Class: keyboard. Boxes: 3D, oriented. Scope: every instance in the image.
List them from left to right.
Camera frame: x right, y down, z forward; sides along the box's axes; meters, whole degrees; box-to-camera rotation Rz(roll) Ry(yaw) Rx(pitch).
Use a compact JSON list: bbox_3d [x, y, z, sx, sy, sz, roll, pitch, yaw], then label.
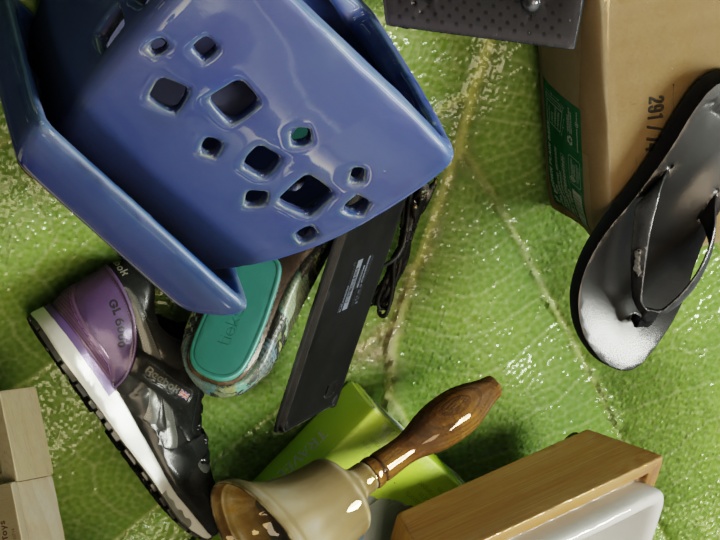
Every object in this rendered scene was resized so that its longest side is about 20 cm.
[{"bbox_3d":[0.000,0.000,1.501,0.127,0.021,0.201,-24,137,-59],"label":"keyboard"}]

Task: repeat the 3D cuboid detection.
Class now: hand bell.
[{"bbox_3d":[0.014,0.124,1.524,0.200,0.104,0.104,-34,124,-26],"label":"hand bell"}]

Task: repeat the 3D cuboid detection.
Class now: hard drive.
[{"bbox_3d":[0.077,-0.236,1.399,0.134,0.042,0.201,9,113,22],"label":"hard drive"}]

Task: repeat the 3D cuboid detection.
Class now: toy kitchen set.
[{"bbox_3d":[-0.225,0.183,1.518,0.163,0.180,0.201,-14,86,26],"label":"toy kitchen set"}]

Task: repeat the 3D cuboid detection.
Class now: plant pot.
[{"bbox_3d":[-0.091,-0.106,1.352,0.180,0.200,0.200,-41,123,9],"label":"plant pot"}]

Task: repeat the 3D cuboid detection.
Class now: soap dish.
[{"bbox_3d":[0.098,0.199,1.597,0.200,0.081,0.158,-21,141,-31],"label":"soap dish"}]

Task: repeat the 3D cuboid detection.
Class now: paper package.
[{"bbox_3d":[0.212,-0.127,1.513,0.190,0.104,0.201,-14,120,-13],"label":"paper package"}]

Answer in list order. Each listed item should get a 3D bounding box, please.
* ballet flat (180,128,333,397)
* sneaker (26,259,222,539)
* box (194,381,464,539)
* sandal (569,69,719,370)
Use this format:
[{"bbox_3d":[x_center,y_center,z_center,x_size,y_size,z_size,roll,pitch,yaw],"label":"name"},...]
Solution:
[{"bbox_3d":[-0.052,-0.012,1.480,0.074,0.074,0.200,37,75,-32],"label":"ballet flat"},{"bbox_3d":[-0.119,0.082,1.501,0.087,0.076,0.200,-37,123,-9],"label":"sneaker"},{"bbox_3d":[-0.032,0.184,1.600,0.200,0.048,0.122,-45,122,3],"label":"box"},{"bbox_3d":[0.189,-0.027,1.468,0.076,0.043,0.201,16,108,-26],"label":"sandal"}]
